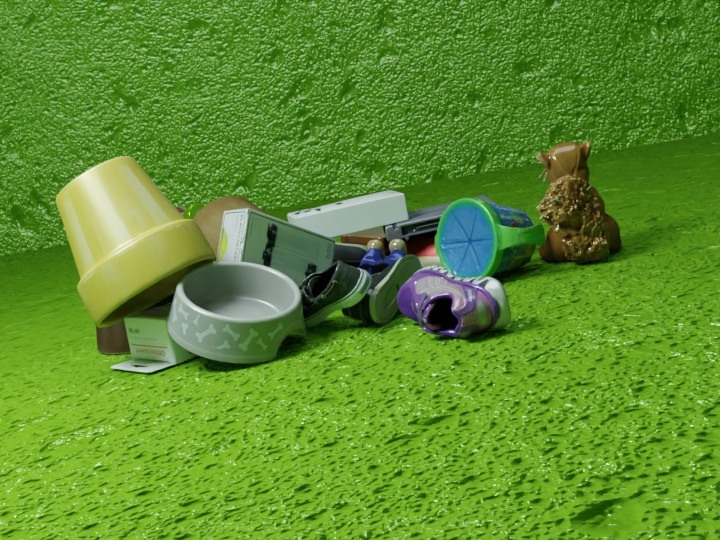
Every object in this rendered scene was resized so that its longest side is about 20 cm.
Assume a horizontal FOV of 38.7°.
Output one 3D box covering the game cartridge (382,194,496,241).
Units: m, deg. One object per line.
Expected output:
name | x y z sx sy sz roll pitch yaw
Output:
game cartridge | 0.137 -0.092 1.808 0.196 0.039 0.130 -12 7 0

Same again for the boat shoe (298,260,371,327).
boat shoe | -0.056 0.028 1.479 0.056 0.070 0.199 32 -30 -20

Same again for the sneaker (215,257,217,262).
sneaker | -0.221 0.018 1.674 0.082 0.072 0.201 -26 52 -19

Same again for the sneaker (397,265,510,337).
sneaker | 0.102 0.047 1.341 0.088 0.082 0.199 -24 16 -31

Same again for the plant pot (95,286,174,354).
plant pot | -0.350 0.010 1.645 0.183 0.204 0.187 -10 9 2

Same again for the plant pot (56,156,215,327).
plant pot | -0.339 -0.049 1.478 0.199 0.191 0.201 -32 -3 -2

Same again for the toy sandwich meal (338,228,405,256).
toy sandwich meal | 0.058 -0.052 1.992 0.201 0.072 0.205 -10 9 2

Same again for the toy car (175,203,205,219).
toy car | -0.423 -0.035 2.223 0.199 0.160 0.163 -33 10 -39

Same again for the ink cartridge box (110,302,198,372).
ink cartridge box | -0.264 0.087 1.504 0.115 0.069 0.198 -1 13 45

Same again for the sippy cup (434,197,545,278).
sippy cup | 0.213 -0.049 1.663 0.129 0.142 0.178 -4 35 -40

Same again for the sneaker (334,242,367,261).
sneaker | -0.083 -0.015 1.900 0.197 0.076 0.106 -3 9 31

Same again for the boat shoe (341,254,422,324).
boat shoe | 0.039 0.025 1.535 0.067 0.073 0.199 -7 14 30

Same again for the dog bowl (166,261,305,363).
dog bowl | -0.169 0.051 1.420 0.196 0.060 0.201 8 26 -4

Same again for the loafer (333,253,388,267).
loafer | 0.000 0.000 1.761 0.196 0.064 0.072 -10 9 -1

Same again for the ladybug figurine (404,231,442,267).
ladybug figurine | 0.155 -0.042 1.819 0.196 0.073 0.136 -7 10 19

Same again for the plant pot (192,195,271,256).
plant pot | -0.178 -0.015 1.763 0.184 0.190 0.198 -17 25 -38

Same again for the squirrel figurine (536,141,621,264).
squirrel figurine | 0.352 -0.113 1.675 0.139 0.191 0.200 -8 9 10

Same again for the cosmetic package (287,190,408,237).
cosmetic package | -0.023 -0.094 1.778 0.196 0.052 0.082 -13 13 -12

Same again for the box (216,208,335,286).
box | -0.132 -0.016 1.610 0.059 0.119 0.198 0 -12 42

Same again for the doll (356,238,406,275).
doll | 0.015 0.012 1.646 0.134 0.049 0.201 -2 26 17
